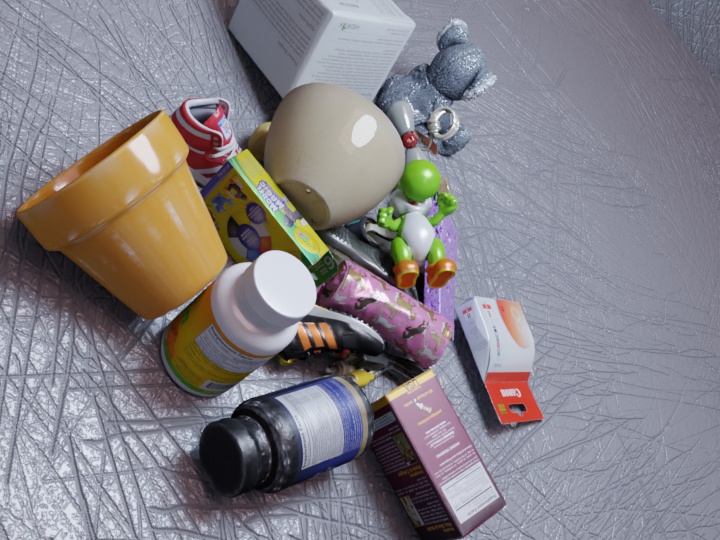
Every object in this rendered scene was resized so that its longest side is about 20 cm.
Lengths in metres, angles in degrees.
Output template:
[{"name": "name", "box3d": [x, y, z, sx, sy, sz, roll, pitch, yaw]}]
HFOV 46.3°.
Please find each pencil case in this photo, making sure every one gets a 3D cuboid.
[{"name": "pencil case", "box3d": [0.035, 0.062, 1.199, 0.199, 0.087, 0.083, 32, 18, -18]}]

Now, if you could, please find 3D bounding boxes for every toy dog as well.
[{"name": "toy dog", "box3d": [0.096, -0.180, 1.439, 0.130, 0.096, 0.202, 5, 86, 3]}]

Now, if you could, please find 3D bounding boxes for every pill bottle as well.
[{"name": "pill bottle", "box3d": [-0.086, 0.196, 1.000, 0.199, 0.112, 0.113, -10, 70, -45]}, {"name": "pill bottle", "box3d": [-0.140, 0.060, 0.977, 0.110, 0.200, 0.112, 23, 48, -29]}]

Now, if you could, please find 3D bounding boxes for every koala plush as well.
[{"name": "koala plush", "box3d": [0.151, -0.333, 1.521, 0.183, 0.200, 0.179, -3, 65, -43]}]

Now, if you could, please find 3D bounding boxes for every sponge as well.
[{"name": "sponge", "box3d": [0.127, 0.001, 1.333, 0.112, 0.030, 0.202, 57, 33, -57]}]

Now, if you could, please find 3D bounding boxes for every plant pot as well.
[{"name": "plant pot", "box3d": [-0.055, -0.135, 1.157, 0.200, 0.200, 0.135, 40, 53, -14]}, {"name": "plant pot", "box3d": [-0.255, -0.052, 0.974, 0.184, 0.199, 0.201, 56, 38, -21]}]

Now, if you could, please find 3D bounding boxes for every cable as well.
[{"name": "cable", "box3d": [0.021, 0.136, 1.214, 0.199, 0.050, 0.098, 21, 32, -47]}]

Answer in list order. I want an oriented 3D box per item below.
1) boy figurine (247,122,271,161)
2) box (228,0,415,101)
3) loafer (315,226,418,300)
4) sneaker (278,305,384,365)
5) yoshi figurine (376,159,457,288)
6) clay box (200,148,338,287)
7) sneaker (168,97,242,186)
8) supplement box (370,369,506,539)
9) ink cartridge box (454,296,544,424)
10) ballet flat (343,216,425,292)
[{"name": "boy figurine", "box3d": [-0.090, -0.204, 1.312, 0.199, 0.064, 0.125, -22, 79, -47]}, {"name": "box", "box3d": [-0.063, -0.391, 1.351, 0.199, 0.172, 0.199, -8, 52, -46]}, {"name": "loafer", "box3d": [0.000, 0.000, 1.255, 0.199, 0.070, 0.075, 36, 23, -13]}, {"name": "sneaker", "box3d": [-0.068, 0.090, 1.110, 0.199, 0.070, 0.091, 23, 75, -10]}, {"name": "yoshi figurine", "box3d": [0.084, -0.081, 1.230, 0.112, 0.111, 0.202, 33, 42, -47]}, {"name": "clay box", "box3d": [-0.129, -0.047, 1.127, 0.200, 0.115, 0.048, 51, 42, -1]}, {"name": "sneaker", "box3d": [-0.179, -0.162, 1.161, 0.199, 0.112, 0.072, 26, 46, -27]}, {"name": "supplement box", "box3d": [0.089, 0.248, 1.115, 0.085, 0.110, 0.201, -24, 80, -31]}, {"name": "ink cartridge box", "box3d": [0.242, 0.142, 1.367, 0.162, 0.050, 0.201, 9, 53, -53]}, {"name": "ballet flat", "box3d": [0.062, -0.027, 1.326, 0.199, 0.073, 0.074, 30, 46, -25]}]
